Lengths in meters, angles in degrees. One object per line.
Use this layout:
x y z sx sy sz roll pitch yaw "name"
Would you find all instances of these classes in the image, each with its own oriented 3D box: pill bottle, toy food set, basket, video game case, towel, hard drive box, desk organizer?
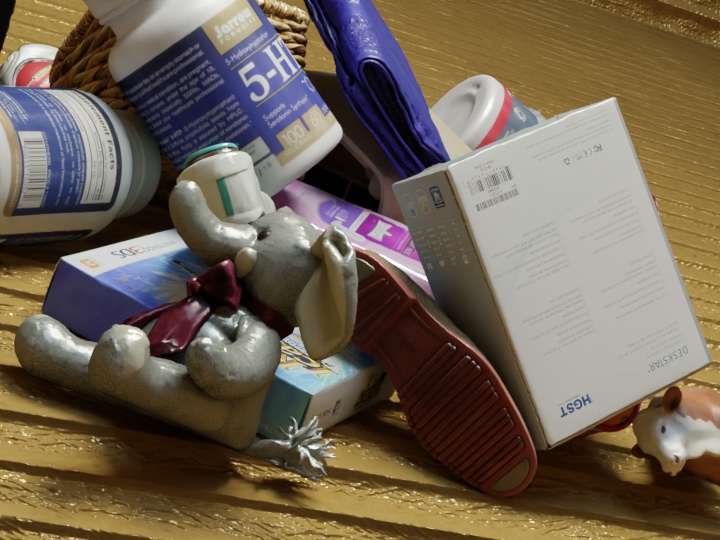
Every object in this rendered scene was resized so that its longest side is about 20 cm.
-0.114 -0.148 1.460 0.200 0.119 0.120 55 13 -10 "pill bottle"
0.012 -0.103 1.694 0.143 0.061 0.200 0 38 -45 "toy food set"
-0.233 -0.075 1.410 0.111 0.111 0.200 30 18 26 "pill bottle"
-0.153 -0.148 1.610 0.199 0.150 0.142 6 -7 -43 "basket"
-0.087 0.040 1.355 0.199 0.046 0.181 27 18 16 "video game case"
0.010 -0.159 1.626 0.148 0.049 0.200 56 9 -35 "towel"
0.147 -0.072 1.816 0.200 0.120 0.120 40 9 -22 "pill bottle"
0.133 0.003 1.366 0.155 0.201 0.077 -22 4 -29 "hard drive box"
-0.033 -0.071 1.734 0.199 0.072 0.077 26 19 13 "desk organizer"

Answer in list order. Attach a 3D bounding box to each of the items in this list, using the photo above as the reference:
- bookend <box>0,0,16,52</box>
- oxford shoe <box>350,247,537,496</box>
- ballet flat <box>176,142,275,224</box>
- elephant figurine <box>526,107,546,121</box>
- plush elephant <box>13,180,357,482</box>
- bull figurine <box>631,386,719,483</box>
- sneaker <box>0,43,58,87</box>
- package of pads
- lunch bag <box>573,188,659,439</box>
-0.334 -0.231 1.619 0.092 0.200 0.200 15 17 -17 "bookend"
0.053 0.061 1.336 0.200 0.070 0.075 53 16 4 "oxford shoe"
-0.087 -0.027 1.341 0.069 0.070 0.200 24 -11 6 "ballet flat"
0.186 -0.072 1.973 0.199 0.156 0.141 25 -30 -28 "elephant figurine"
-0.078 0.022 1.183 0.199 0.156 0.165 24 -9 -21 "plush elephant"
0.257 0.126 1.458 0.121 0.065 0.200 31 7 6 "bull figurine"
-0.223 -0.142 1.741 0.199 0.077 0.085 -3 40 -41 "sneaker"
0.000 0.000 1.541 0.199 0.076 0.121 23 20 5 "package of pads"
0.150 0.019 1.459 0.175 0.201 0.082 15 -15 -21 "lunch bag"
